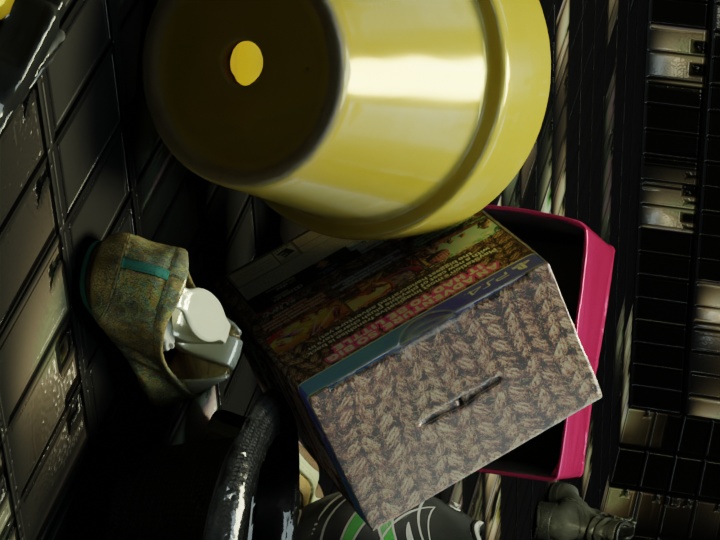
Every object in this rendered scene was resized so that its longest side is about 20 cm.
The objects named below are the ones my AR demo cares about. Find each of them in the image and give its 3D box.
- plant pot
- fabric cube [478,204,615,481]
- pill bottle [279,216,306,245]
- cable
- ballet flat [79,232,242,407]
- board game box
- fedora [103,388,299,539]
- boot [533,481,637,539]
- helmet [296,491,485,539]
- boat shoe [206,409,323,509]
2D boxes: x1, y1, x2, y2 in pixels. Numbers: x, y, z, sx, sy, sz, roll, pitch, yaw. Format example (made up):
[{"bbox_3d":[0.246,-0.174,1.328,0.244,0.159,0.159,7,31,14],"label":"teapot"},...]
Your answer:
[{"bbox_3d":[-0.020,-0.115,1.333,0.189,0.200,0.202,-6,104,-61],"label":"plant pot"},{"bbox_3d":[0.085,0.054,1.854,0.199,0.195,0.201,16,82,-77],"label":"fabric cube"},{"bbox_3d":[0.000,0.000,1.628,0.112,0.112,0.201,-65,158,-54],"label":"pill bottle"},{"bbox_3d":[-0.177,-0.066,1.013,0.097,0.050,0.201,111,4,-68],"label":"cable"},{"bbox_3d":[-0.100,0.034,1.308,0.200,0.070,0.071,65,35,-68],"label":"ballet flat"},{"bbox_3d":[0.023,0.040,1.419,0.097,0.159,0.200,65,-9,-26],"label":"board game box"},{"bbox_3d":[-0.095,0.152,1.337,0.201,0.091,0.202,7,90,-82],"label":"fedora"},{"bbox_3d":[0.311,0.339,3.191,0.200,0.130,0.068,-24,121,-75],"label":"boot"},{"bbox_3d":[0.007,0.232,1.491,0.191,0.199,0.200,59,-9,30],"label":"helmet"},{"bbox_3d":[-0.067,0.152,1.537,0.076,0.071,0.200,-62,161,-15],"label":"boat shoe"}]
